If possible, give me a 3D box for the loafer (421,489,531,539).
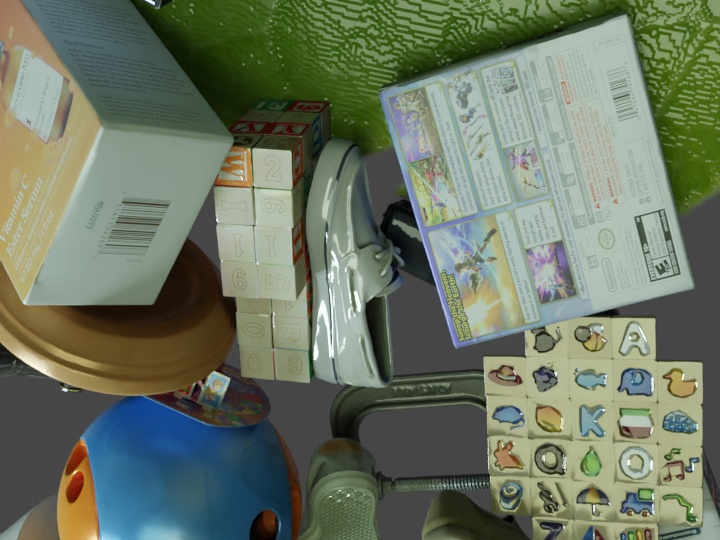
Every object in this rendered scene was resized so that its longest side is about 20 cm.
[{"bbox_3d":[0.121,0.246,0.955,0.076,0.068,0.200,-22,133,26],"label":"loafer"}]

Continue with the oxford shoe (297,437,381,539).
[{"bbox_3d":[-0.019,0.206,0.971,0.074,0.058,0.201,-3,143,-9],"label":"oxford shoe"}]

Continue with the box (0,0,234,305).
[{"bbox_3d":[-0.204,-0.096,0.805,0.200,0.106,0.153,51,124,34],"label":"box"}]

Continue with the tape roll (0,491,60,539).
[{"bbox_3d":[-0.265,0.317,1.015,0.139,0.203,0.203,-39,101,26],"label":"tape roll"}]

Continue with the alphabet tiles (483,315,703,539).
[{"bbox_3d":[0.180,0.131,0.875,0.165,0.006,0.202,0,104,17],"label":"alphabet tiles"}]

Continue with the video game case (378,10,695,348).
[{"bbox_3d":[0.127,-0.062,0.814,0.180,0.045,0.202,-15,103,12],"label":"video game case"}]

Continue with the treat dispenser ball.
[{"bbox_3d":[-0.148,0.194,0.929,0.199,0.201,0.203,5,116,11],"label":"treat dispenser ball"}]

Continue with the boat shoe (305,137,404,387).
[{"bbox_3d":[0.000,0.000,0.847,0.065,0.072,0.202,10,113,19],"label":"boat shoe"}]

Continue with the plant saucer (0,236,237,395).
[{"bbox_3d":[-0.186,0.011,0.853,0.199,0.201,0.038,25,124,1],"label":"plant saucer"}]

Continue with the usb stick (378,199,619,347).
[{"bbox_3d":[0.103,0.007,0.879,0.199,0.033,0.056,26,117,0],"label":"usb stick"}]

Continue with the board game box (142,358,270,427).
[{"bbox_3d":[-0.157,0.059,0.904,0.199,0.158,0.039,24,100,2],"label":"board game box"}]

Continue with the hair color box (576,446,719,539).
[{"bbox_3d":[0.259,0.229,0.930,0.099,0.061,0.201,-18,109,20],"label":"hair color box"}]

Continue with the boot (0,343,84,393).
[{"bbox_3d":[-0.276,0.070,0.958,0.173,0.200,0.070,9,95,-25],"label":"boot"}]

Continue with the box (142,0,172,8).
[{"bbox_3d":[-0.164,-0.276,0.715,0.197,0.200,0.124,25,117,1],"label":"box"}]

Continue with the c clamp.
[{"bbox_3d":[0.073,0.162,0.962,0.198,0.027,0.172,0,115,13],"label":"c clamp"}]

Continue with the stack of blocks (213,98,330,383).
[{"bbox_3d":[-0.062,-0.017,0.861,0.058,0.115,0.202,5,116,11],"label":"stack of blocks"}]
